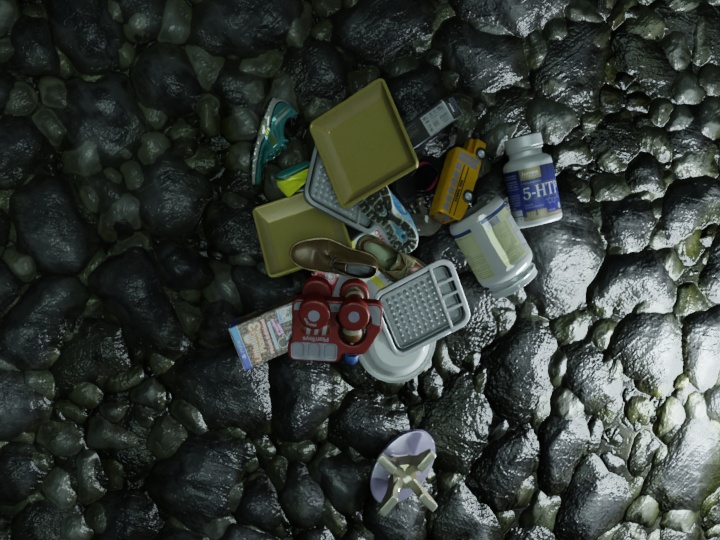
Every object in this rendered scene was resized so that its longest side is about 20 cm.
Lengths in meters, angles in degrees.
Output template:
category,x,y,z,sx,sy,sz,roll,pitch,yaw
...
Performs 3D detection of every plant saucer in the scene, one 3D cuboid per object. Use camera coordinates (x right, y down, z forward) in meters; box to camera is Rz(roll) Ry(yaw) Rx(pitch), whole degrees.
category,x,y,z,sx,sy,sz,roll,pitch,yaw
plant saucer,0.011,-0.264,1.450,0.196,0.048,0.205,-26,82,23
plant saucer,-0.132,-0.081,1.556,0.194,0.049,0.204,-17,57,-4

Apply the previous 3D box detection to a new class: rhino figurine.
category,x,y,z,sx,sy,sz,roll,pitch,yaw
rhino figurine,0.142,-0.122,1.612,0.195,0.060,0.090,-18,84,-18

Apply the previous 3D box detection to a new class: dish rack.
category,x,y,z,sx,sy,sz,roll,pitch,yaw
dish rack,0.131,0.078,1.512,0.196,0.044,0.175,-26,114,-4
dish rack,-0.039,-0.186,1.530,0.196,0.043,0.177,25,64,-29

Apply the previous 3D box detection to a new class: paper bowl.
category,x,y,z,sx,sy,sz,roll,pitch,yaw
paper bowl,0.080,0.160,1.605,0.194,0.104,0.208,0,95,-5

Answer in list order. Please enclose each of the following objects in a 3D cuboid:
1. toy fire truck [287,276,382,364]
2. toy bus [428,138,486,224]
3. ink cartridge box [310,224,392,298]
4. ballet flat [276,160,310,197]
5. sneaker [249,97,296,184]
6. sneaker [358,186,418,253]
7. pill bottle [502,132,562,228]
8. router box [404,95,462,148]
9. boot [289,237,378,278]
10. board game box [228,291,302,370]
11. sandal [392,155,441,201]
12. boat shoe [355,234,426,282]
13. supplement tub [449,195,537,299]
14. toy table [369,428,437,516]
category,x,y,z,sx,sy,sz,roll,pitch,yaw
toy fire truck,-0.053,0.115,1.433,0.193,0.113,0.173,3,116,-2
toy bus,0.227,-0.211,1.590,0.076,0.065,0.206,22,77,-17
ink cartridge box,0.000,0.000,1.595,0.198,0.083,0.147,-38,97,-3
ballet flat,-0.102,-0.233,1.585,0.196,0.067,0.068,-29,118,-7
sneaker,-0.204,-0.290,1.563,0.078,0.077,0.206,20,91,-16
sneaker,0.062,-0.128,1.528,0.077,0.090,0.203,-34,86,18
pill bottle,0.398,-0.211,1.607,0.116,0.120,0.207,-13,95,-5
router box,0.125,-0.306,1.520,0.197,0.157,0.053,-33,96,21
boot,-0.056,-0.023,1.448,0.193,0.076,0.076,10,103,-3
board game box,-0.184,0.127,1.546,0.195,0.159,0.099,-23,95,-4
sandal,0.142,-0.211,1.561,0.044,0.199,0.077,-21,101,40
boat shoe,0.078,-0.011,1.524,0.196,0.074,0.077,27,90,-8
supplement tub,0.311,-0.053,1.594,0.143,0.145,0.203,-32,96,-3
toy table,0.104,0.480,1.621,0.181,0.117,0.204,30,91,-7
